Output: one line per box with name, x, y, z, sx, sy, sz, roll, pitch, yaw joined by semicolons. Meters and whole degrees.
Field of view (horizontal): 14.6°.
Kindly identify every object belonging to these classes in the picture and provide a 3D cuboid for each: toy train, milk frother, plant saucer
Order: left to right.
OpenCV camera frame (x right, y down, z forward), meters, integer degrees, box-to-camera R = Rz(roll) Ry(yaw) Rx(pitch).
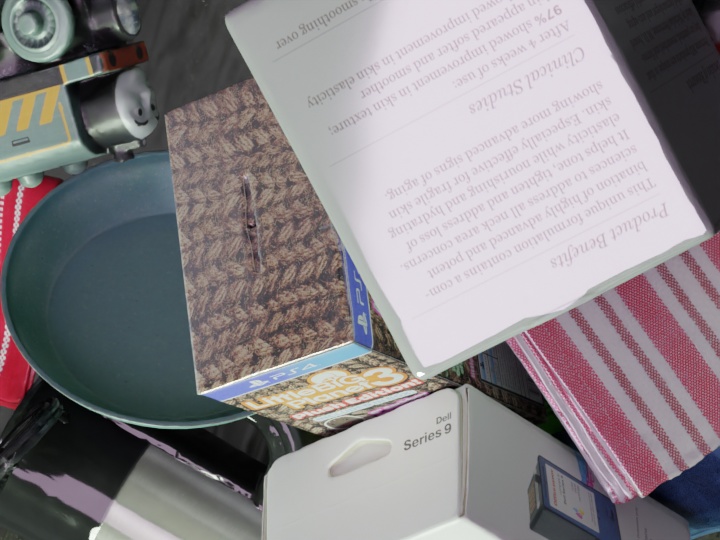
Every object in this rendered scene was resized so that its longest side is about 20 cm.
toy train;-0.208;-0.101;1.631;0.200;0.085;0.114;-13;97;23
milk frother;-0.133;0.145;1.636;0.188;0.200;0.181;29;133;8
plant saucer;-0.103;0.017;1.599;0.200;0.200;0.036;21;143;12

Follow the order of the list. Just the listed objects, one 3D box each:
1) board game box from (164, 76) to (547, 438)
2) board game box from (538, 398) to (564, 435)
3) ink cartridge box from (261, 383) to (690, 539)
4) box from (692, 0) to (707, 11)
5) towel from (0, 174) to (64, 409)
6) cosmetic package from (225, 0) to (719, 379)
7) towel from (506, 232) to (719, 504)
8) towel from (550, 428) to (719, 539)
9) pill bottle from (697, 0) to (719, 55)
board game box;0.000;0.000;1.496;0.097;0.200;0.160;-20;65;28
board game box;0.075;0.052;1.614;0.200;0.048;0.102;-22;102;27
ink cartridge box;0.064;0.155;1.514;0.145;0.088;0.200;-25;137;33
box;0.126;-0.171;1.509;0.137;0.038;0.200;23;117;11
towel;-0.275;-0.004;1.711;0.200;0.022;0.145;12;96;20
cosmetic package;0.072;-0.084;1.361;0.167;0.166;0.200;-27;93;23
towel;0.176;0.013;1.505;0.200;0.030;0.146;-35;90;-14
towel;0.148;0.124;1.590;0.200;0.049;0.112;-22;137;27
pill bottle;0.263;-0.069;1.457;0.111;0.111;0.200;-22;101;27
